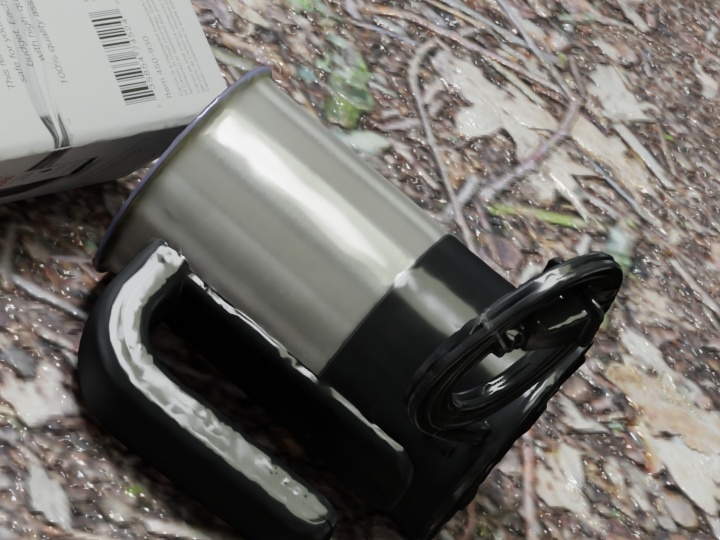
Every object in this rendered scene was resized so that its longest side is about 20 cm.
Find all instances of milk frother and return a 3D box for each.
[{"bbox_3d":[0.000,0.000,1.193,0.188,0.200,0.180,40,35,5],"label":"milk frother"}]

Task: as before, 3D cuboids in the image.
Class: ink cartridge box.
[{"bbox_3d":[-0.167,-0.104,1.233,0.200,0.083,0.147,-15,80,-53],"label":"ink cartridge box"}]
